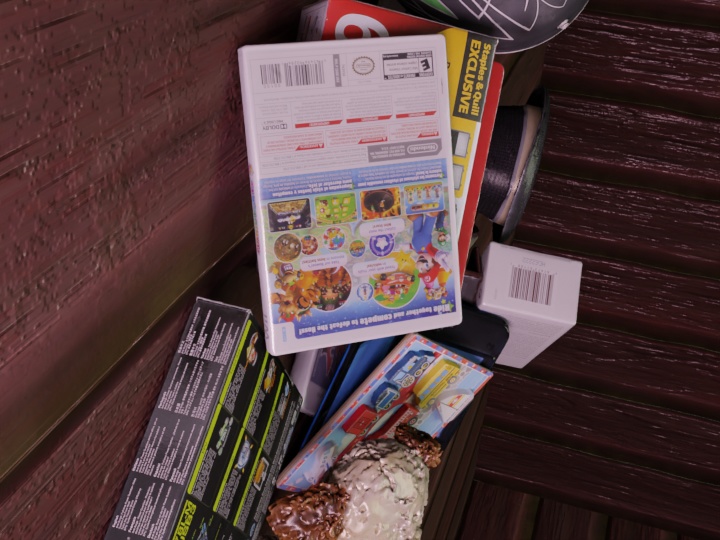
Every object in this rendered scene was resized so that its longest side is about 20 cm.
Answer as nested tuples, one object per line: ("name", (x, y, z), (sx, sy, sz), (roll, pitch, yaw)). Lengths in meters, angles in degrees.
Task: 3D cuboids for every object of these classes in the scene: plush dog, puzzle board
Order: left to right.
("plush dog", (0.002, 0.219, 0.801), (0.199, 0.160, 0.173), (-29, 140, -39))
("puzzle board", (0.029, 0.155, 0.924), (0.200, 0.017, 0.150), (-48, 139, 12))

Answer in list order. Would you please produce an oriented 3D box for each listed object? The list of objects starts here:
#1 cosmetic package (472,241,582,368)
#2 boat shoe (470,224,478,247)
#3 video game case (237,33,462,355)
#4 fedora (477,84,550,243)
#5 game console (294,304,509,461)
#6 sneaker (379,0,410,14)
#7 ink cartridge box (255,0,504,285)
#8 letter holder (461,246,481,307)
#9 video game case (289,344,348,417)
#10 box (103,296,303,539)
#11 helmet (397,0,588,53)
("cosmetic package", (0.161, 0.043, 1.037), (0.200, 0.100, 0.072), (111, -9, -70))
("boat shoe", (0.055, -0.016, 1.131), (0.074, 0.093, 0.200), (-16, 152, -49))
("video game case", (-0.003, -0.052, 0.639), (0.018, 0.142, 0.202), (-159, -117, -68))
("fedora", (0.141, -0.126, 1.047), (0.201, 0.091, 0.202), (-163, -90, -89))
("game console", (0.039, 0.130, 0.935), (0.119, 0.169, 0.201), (-89, -159, -59))
("sneaker", (0.056, -0.272, 0.878), (0.201, 0.070, 0.073), (-65, 155, -15))
("ink cartridge box", (0.029, -0.080, 0.702), (0.084, 0.174, 0.202), (-156, -105, -70))
("letter holder", (0.059, 0.050, 1.047), (0.142, 0.100, 0.201), (-77, -179, -63))
("video game case", (-0.022, 0.051, 0.966), (0.182, 0.023, 0.202), (54, 49, -73))
("box", (-0.104, 0.148, 0.657), (0.193, 0.047, 0.201), (68, 36, -63))
("helmet", (0.094, -0.274, 0.731), (0.191, 0.198, 0.202), (-119, -149, -60))
